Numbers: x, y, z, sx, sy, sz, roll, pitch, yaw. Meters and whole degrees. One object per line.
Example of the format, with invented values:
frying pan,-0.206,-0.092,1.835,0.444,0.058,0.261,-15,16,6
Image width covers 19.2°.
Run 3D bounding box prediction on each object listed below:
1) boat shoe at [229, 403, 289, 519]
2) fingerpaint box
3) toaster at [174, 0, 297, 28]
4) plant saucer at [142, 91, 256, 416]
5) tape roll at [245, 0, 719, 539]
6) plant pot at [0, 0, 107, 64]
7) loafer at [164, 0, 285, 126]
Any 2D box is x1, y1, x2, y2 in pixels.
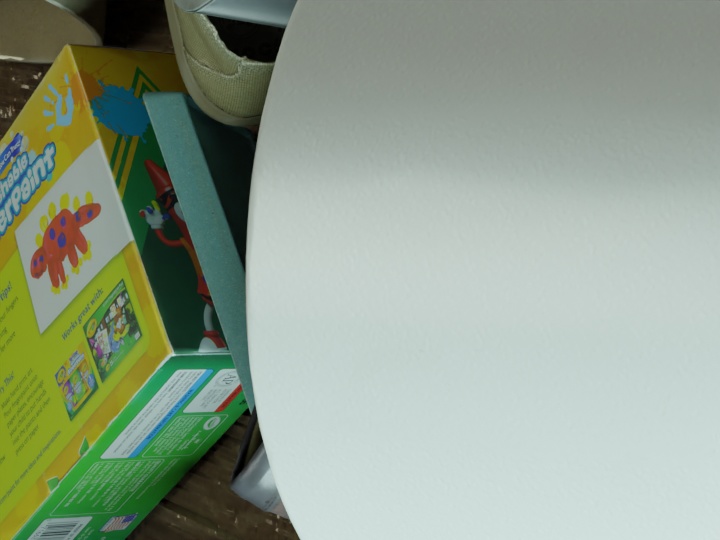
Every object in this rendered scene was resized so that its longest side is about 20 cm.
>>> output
boat shoe,0.000,0.000,0.805,0.072,0.065,0.201,-1,74,67
fingerpaint box,-0.128,0.021,0.996,0.200,0.073,0.167,-48,54,40
toaster,0.004,-0.195,0.794,0.200,0.118,0.181,-28,66,49
plant saucer,-0.039,0.012,0.890,0.019,0.070,0.200,-30,62,20
tape roll,0.075,-0.003,0.581,0.139,0.203,0.203,2,90,24
plant pot,-0.195,-0.224,1.030,0.187,0.187,0.201,-1,74,53
loafer,-0.060,-0.162,0.889,0.200,0.076,0.067,70,160,-3
